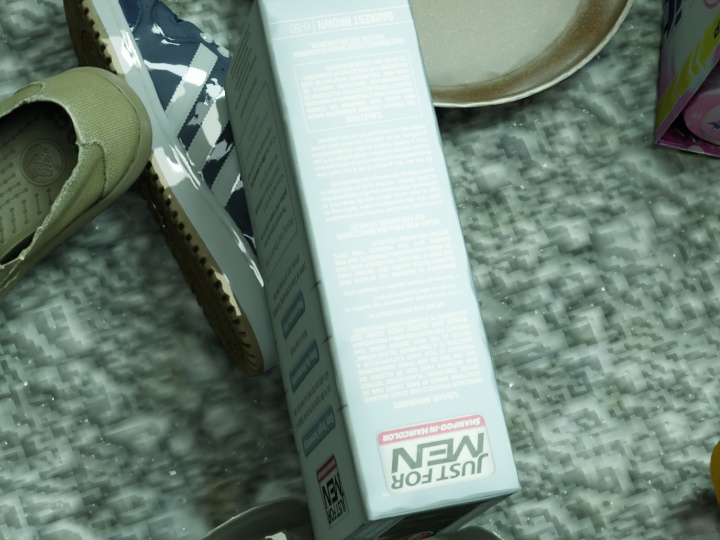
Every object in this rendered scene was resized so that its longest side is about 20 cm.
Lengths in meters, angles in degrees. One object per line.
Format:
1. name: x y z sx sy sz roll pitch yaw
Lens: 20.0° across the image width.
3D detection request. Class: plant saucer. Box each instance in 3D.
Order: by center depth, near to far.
1. plant saucer: 0.033 -0.163 0.943 0.199 0.032 0.201 3 71 -8

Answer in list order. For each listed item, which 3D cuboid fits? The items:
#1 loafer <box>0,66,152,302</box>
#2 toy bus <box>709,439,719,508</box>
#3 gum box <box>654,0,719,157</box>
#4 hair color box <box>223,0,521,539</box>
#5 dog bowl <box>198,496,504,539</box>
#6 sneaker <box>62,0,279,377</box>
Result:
1. loafer: -0.171 -0.009 0.808 0.076 0.067 0.200 44 93 10
2. toy bus: 0.194 0.120 0.833 0.191 0.136 0.201 3 68 8
3. gum box: 0.189 -0.139 0.871 0.066 0.200 0.114 10 68 -6
4. hair color box: 0.000 0.000 0.776 0.060 0.099 0.201 -8 77 -14
5. dog bowl: -0.005 0.189 0.800 0.199 0.059 0.201 3 70 -9
6. sneaker: -0.046 -0.065 0.874 0.108 0.070 0.201 -26 83 -14
